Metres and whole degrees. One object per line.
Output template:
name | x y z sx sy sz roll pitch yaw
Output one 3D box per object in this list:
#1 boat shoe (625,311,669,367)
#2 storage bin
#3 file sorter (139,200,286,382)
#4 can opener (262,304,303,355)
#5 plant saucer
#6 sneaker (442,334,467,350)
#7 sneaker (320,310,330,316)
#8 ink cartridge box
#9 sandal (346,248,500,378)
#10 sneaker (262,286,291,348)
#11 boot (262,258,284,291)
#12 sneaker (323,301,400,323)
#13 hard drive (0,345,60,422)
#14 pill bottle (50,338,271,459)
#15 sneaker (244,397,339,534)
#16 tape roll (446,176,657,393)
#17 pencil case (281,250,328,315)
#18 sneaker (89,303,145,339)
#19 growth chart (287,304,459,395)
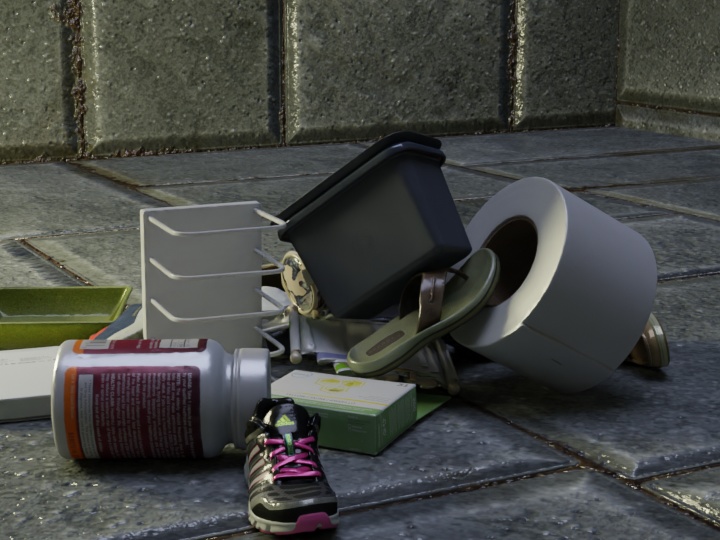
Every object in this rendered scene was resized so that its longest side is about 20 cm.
boat shoe | 0.306 0.077 1.689 0.066 0.074 0.200 -15 13 -10
storage bin | 0.025 -0.039 1.563 0.200 0.135 0.145 -33 -19 25
file sorter | -0.156 0.038 1.543 0.138 0.201 0.124 -5 15 -23
can opener | -0.140 0.087 1.691 0.199 0.067 0.053 -14 14 -3
plant saucer | -0.395 0.065 1.780 0.199 0.048 0.200 0 12 -3
sneaker | 0.101 0.054 1.667 0.079 0.076 0.200 -5 -28 35
sneaker | -0.033 0.040 1.825 0.201 0.077 0.146 8 12 30
ink cartridge box | -0.006 0.132 1.466 0.145 0.048 0.200 5 15 25
sandal | 0.067 0.038 1.487 0.201 0.058 0.080 -36 22 -14
sneaker | -0.161 0.057 1.776 0.199 0.074 0.116 9 10 -4
boot | -0.193 0.005 2.005 0.199 0.073 0.154 -2 12 -34
sneaker | 0.039 0.076 1.700 0.199 0.067 0.090 -12 23 -40
hard drive | -0.359 0.122 1.559 0.131 0.026 0.200 -4 13 -19
pill bottle | -0.186 0.123 1.344 0.199 0.115 0.114 0 12 -1
sneaker | -0.064 0.163 1.216 0.073 0.088 0.200 -2 12 -11
tape roll | 0.204 0.017 1.539 0.139 0.204 0.202 26 -2 -29
pencil case | 0.000 0.000 1.697 0.199 0.078 0.089 -11 -15 -32
sneaker | -0.225 0.058 1.637 0.199 0.075 0.084 -23 28 -19
growth chart | 0.012 0.088 1.575 0.199 0.018 0.145 11 25 -3
